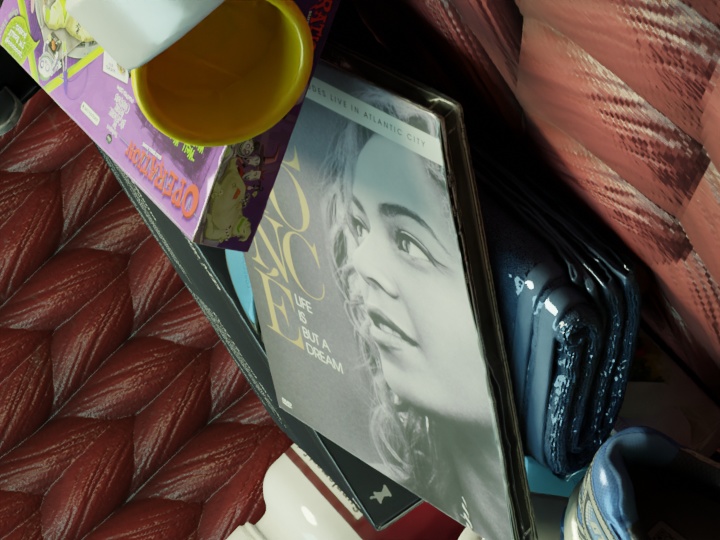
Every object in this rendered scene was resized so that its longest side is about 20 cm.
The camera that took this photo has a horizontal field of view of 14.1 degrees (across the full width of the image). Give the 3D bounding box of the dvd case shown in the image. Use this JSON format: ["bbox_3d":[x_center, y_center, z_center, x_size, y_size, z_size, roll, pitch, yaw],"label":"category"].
[{"bbox_3d":[0.000,0.000,1.093,0.149,0.016,0.200,30,141,44],"label":"dvd case"}]

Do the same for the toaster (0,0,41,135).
[{"bbox_3d":[-0.203,-0.164,1.367,0.200,0.181,0.119,44,177,30],"label":"toaster"}]

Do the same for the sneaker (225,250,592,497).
[{"bbox_3d":[0.032,0.027,1.224,0.200,0.073,0.082,37,-145,2],"label":"sneaker"}]

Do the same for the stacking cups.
[{"bbox_3d":[-0.075,-0.115,0.994,0.061,0.060,0.200,50,-176,-37],"label":"stacking cups"}]

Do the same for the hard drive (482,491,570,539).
[{"bbox_3d":[0.117,0.127,1.217,0.131,0.027,0.200,8,167,5],"label":"hard drive"}]

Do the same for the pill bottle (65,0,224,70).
[{"bbox_3d":[-0.089,-0.153,0.697,0.200,0.116,0.116,47,176,-10],"label":"pill bottle"}]

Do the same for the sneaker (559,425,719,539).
[{"bbox_3d":[0.156,0.124,1.048,0.200,0.077,0.085,30,153,19],"label":"sneaker"}]

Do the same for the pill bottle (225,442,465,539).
[{"bbox_3d":[0.021,0.118,1.609,0.113,0.200,0.113,47,177,4],"label":"pill bottle"}]

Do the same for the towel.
[{"bbox_3d":[0.025,-0.018,1.103,0.200,0.048,0.112,42,148,28],"label":"towel"}]

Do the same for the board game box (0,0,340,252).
[{"bbox_3d":[-0.073,-0.102,1.069,0.032,0.120,0.200,14,-162,-35],"label":"board game box"}]

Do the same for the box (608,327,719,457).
[{"bbox_3d":[0.066,0.005,1.167,0.200,0.039,0.041,46,175,16],"label":"box"}]

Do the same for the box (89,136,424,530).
[{"bbox_3d":[-0.024,-0.009,1.350,0.200,0.104,0.182,58,174,-21],"label":"box"}]

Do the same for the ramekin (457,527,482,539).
[{"bbox_3d":[0.118,0.191,1.373,0.200,0.200,0.098,44,133,38],"label":"ramekin"}]
